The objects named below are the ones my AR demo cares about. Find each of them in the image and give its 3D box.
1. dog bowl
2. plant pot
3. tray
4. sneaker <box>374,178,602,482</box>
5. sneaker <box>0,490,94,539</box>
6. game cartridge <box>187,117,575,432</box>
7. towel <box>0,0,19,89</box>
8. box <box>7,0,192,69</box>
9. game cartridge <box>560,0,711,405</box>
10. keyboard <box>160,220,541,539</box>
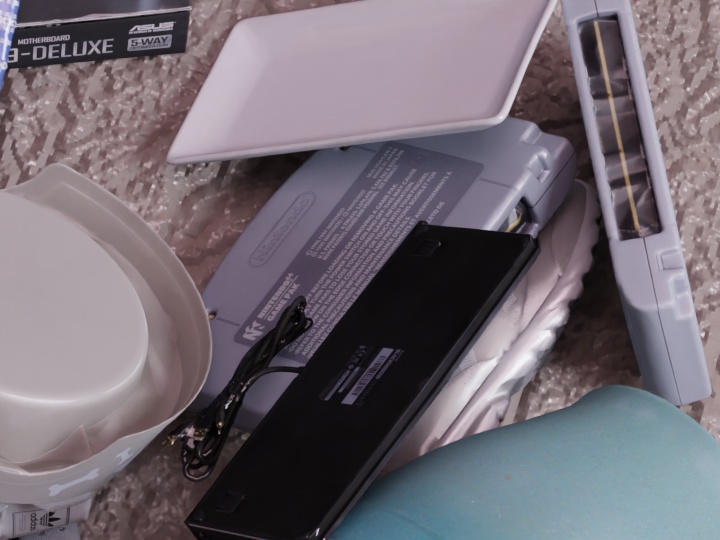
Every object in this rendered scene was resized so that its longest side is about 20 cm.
[{"bbox_3d":[-0.170,0.024,1.359,0.199,0.059,0.200,21,35,-15],"label":"dog bowl"},{"bbox_3d":[0.083,0.156,1.337,0.188,0.200,0.200,-34,73,-27],"label":"plant pot"},{"bbox_3d":[0.004,-0.093,1.471,0.199,0.022,0.108,-5,43,34],"label":"tray"},{"bbox_3d":[0.053,0.027,1.452,0.082,0.075,0.200,30,65,5],"label":"sneaker"},{"bbox_3d":[-0.186,0.123,1.364,0.114,0.075,0.201,13,52,-3],"label":"sneaker"},{"bbox_3d":[0.000,0.000,1.436,0.133,0.041,0.200,19,60,37],"label":"game cartridge"},{"bbox_3d":[-0.256,-0.060,1.449,0.144,0.024,0.201,13,81,-3],"label":"towel"},{"bbox_3d":[-0.179,-0.203,1.543,0.157,0.050,0.201,-5,66,-10],"label":"box"},{"bbox_3d":[0.135,-0.041,1.463,0.040,0.133,0.201,-14,61,10],"label":"game cartridge"},{"bbox_3d":[-0.012,0.050,1.329,0.127,0.021,0.200,7,47,42],"label":"keyboard"}]
